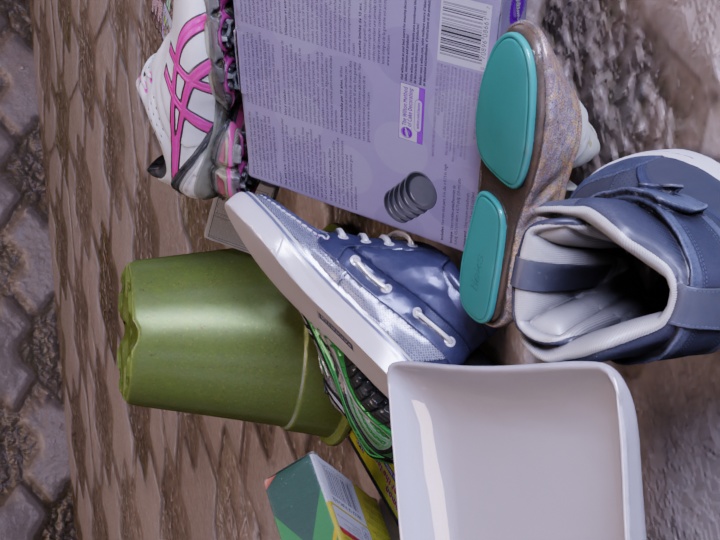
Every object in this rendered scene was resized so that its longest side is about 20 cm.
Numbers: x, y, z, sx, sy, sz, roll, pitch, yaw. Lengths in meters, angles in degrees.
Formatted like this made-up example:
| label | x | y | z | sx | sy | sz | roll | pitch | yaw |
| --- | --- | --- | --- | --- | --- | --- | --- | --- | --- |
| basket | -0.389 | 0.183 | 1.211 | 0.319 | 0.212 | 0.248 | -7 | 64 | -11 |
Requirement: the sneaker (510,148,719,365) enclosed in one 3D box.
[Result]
| label | x | y | z | sx | sy | sz | roll | pitch | yaw |
| --- | --- | --- | --- | --- | --- | --- | --- | --- | --- |
| sneaker | 0.118 | -0.012 | 0.522 | 0.202 | 0.146 | 0.077 | -150 | 58 | -64 |

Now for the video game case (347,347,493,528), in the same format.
| label | x | y | z | sx | sy | sz | roll | pitch | yaw |
| --- | --- | --- | --- | --- | --- | --- | --- | --- | --- |
| video game case | 0.051 | 0.119 | 0.840 | 0.200 | 0.025 | 0.181 | -126 | 40 | -50 |

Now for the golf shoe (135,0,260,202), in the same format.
| label | x | y | z | sx | sy | sz | roll | pitch | yaw |
| --- | --- | --- | --- | --- | --- | --- | --- | --- | --- |
| golf shoe | -0.119 | -0.135 | 0.767 | 0.073 | 0.092 | 0.201 | -65 | -18 | -53 |

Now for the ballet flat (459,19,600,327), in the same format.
| label | x | y | z | sx | sy | sz | roll | pitch | yaw |
| --- | --- | --- | --- | --- | --- | --- | --- | --- | --- |
| ballet flat | 0.100 | -0.056 | 0.641 | 0.068 | 0.067 | 0.201 | -124 | 29 | -42 |

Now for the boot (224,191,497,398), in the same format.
| label | x | y | z | sx | sy | sz | roll | pitch | yaw |
| --- | --- | --- | --- | --- | --- | --- | --- | --- | --- |
| boot | 0.000 | 0.000 | 0.770 | 0.200 | 0.090 | 0.073 | 46 | 165 | 12 |

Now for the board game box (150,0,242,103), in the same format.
| label | x | y | z | sx | sy | sz | roll | pitch | yaw |
| --- | --- | --- | --- | --- | --- | --- | --- | --- | --- |
| board game box | -0.071 | -0.204 | 0.909 | 0.200 | 0.159 | 0.097 | -118 | 33 | -45 |

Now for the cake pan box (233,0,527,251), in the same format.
| label | x | y | z | sx | sy | sz | roll | pitch | yaw |
| --- | --- | --- | --- | --- | --- | --- | --- | --- | --- |
| cake pan box | 0.008 | -0.122 | 0.700 | 0.184 | 0.052 | 0.201 | 18 | 135 | 21 |

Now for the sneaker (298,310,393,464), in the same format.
| label | x | y | z | sx | sy | sz | roll | pitch | yaw |
| --- | --- | --- | --- | --- | --- | --- | --- | --- | --- |
| sneaker | -0.011 | 0.060 | 0.842 | 0.085 | 0.078 | 0.200 | 108 | 147 | -41 |

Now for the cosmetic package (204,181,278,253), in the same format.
| label | x | y | z | sx | sy | sz | roll | pitch | yaw |
| --- | --- | --- | --- | --- | --- | --- | --- | --- | --- |
| cosmetic package | -0.081 | -0.115 | 0.969 | 0.200 | 0.050 | 0.083 | -75 | 7 | -45 |

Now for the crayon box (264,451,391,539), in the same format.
| label | x | y | z | sx | sy | sz | roll | pitch | yaw |
| --- | --- | --- | --- | --- | --- | --- | --- | --- | --- |
| crayon box | -0.001 | 0.254 | 0.858 | 0.127 | 0.051 | 0.200 | 49 | -166 | -49 |

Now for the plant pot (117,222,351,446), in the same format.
| label | x | y | z | sx | sy | sz | roll | pitch | yaw |
| --- | --- | --- | --- | --- | --- | --- | --- | --- | --- |
| plant pot | -0.114 | 0.054 | 0.973 | 0.200 | 0.189 | 0.201 | -178 | 90 | -74 |

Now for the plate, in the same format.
| label | x | y | z | sx | sy | sz | roll | pitch | yaw |
| --- | --- | --- | --- | --- | --- | --- | --- | --- | --- |
| plate | 0.074 | 0.140 | 0.503 | 0.200 | 0.032 | 0.201 | 169 | 97 | -66 |
